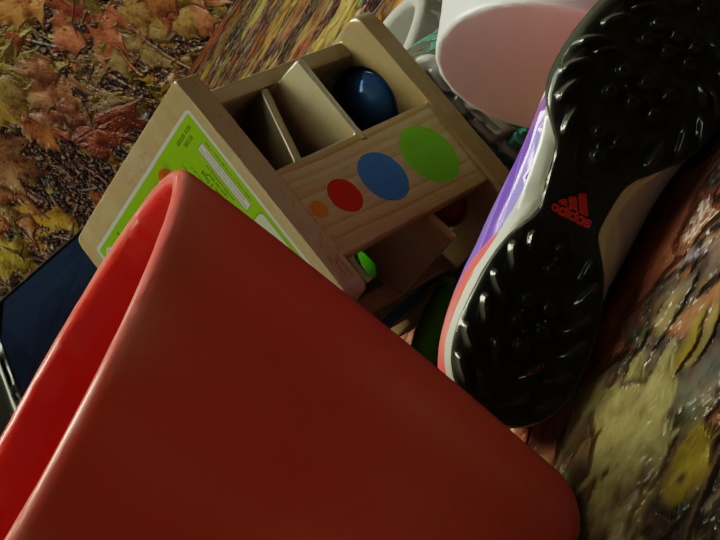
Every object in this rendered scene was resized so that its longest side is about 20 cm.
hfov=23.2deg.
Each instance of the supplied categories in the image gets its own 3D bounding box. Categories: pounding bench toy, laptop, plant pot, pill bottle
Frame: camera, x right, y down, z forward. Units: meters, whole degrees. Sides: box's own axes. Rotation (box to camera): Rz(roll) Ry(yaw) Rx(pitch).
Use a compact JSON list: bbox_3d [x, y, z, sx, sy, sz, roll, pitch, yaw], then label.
[{"bbox_3d":[0.000,0.000,0.843,0.156,0.200,0.124,-27,-17,-44],"label":"pounding bench toy"},{"bbox_3d":[-0.152,0.092,0.949,0.200,0.116,0.187,61,150,34],"label":"laptop"},{"bbox_3d":[-0.036,0.093,0.603,0.201,0.177,0.200,-55,13,19],"label":"plant pot"},{"bbox_3d":[0.098,-0.173,0.802,0.114,0.114,0.200,-41,32,58],"label":"pill bottle"}]

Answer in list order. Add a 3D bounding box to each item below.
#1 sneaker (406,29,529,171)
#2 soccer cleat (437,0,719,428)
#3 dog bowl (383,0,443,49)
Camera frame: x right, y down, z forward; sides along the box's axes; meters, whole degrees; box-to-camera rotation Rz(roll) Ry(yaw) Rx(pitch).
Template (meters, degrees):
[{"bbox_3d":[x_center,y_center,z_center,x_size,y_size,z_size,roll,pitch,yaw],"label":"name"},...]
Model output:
[{"bbox_3d":[0.065,-0.108,0.929,0.091,0.078,0.200,-47,18,-8],"label":"sneaker"},{"bbox_3d":[0.084,-0.033,0.686,0.200,0.068,0.073,-64,8,-7],"label":"soccer cleat"},{"bbox_3d":[0.015,-0.088,1.116,0.200,0.059,0.200,-55,13,20],"label":"dog bowl"}]
